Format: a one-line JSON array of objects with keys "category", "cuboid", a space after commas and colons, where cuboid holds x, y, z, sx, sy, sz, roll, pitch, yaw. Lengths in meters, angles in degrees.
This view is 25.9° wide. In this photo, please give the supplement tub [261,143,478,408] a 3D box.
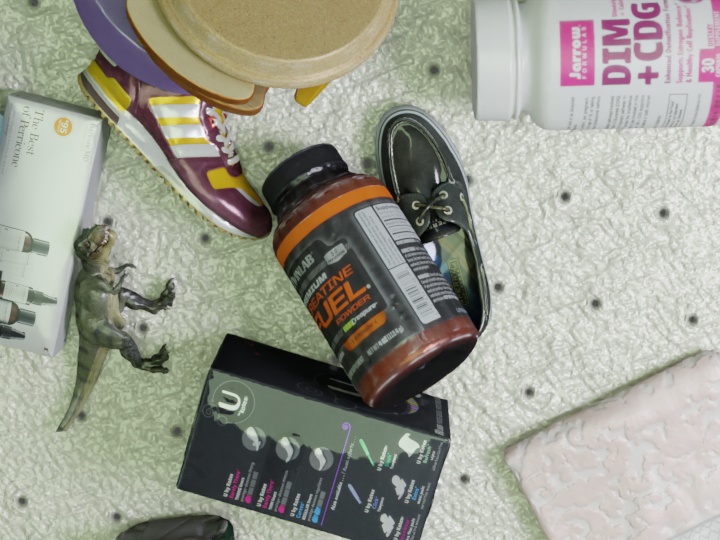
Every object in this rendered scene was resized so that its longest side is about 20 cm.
[{"category": "supplement tub", "cuboid": [0.000, 0.000, 1.228, 0.107, 0.107, 0.201, -35, 73, 7]}]

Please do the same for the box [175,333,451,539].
[{"category": "box", "cuboid": [-0.035, 0.139, 1.268, 0.198, 0.122, 0.107, 16, 101, -2]}]

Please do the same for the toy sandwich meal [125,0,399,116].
[{"category": "toy sandwich meal", "cuboid": [-0.067, -0.205, 1.126, 0.203, 0.070, 0.207, 4, 73, -14]}]

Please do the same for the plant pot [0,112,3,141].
[{"category": "plant pot", "cuboid": [-0.371, -0.098, 1.202, 0.200, 0.201, 0.161, 41, 88, -6]}]

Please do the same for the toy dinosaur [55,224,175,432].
[{"category": "toy dinosaur", "cuboid": [-0.199, 0.046, 1.291, 0.087, 0.048, 0.202, 3, 118, -15]}]

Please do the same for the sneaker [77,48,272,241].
[{"category": "sneaker", "cuboid": [-0.130, -0.113, 1.250, 0.200, 0.075, 0.090, 44, 98, -8]}]

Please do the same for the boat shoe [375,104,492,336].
[{"category": "boat shoe", "cuboid": [0.064, -0.037, 1.268, 0.068, 0.057, 0.202, -19, 99, 4]}]

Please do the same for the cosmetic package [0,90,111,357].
[{"category": "cosmetic package", "cuboid": [-0.264, -0.038, 1.277, 0.082, 0.051, 0.202, 13, 100, -2]}]

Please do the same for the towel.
[{"category": "towel", "cuboid": [0.248, 0.191, 1.319, 0.199, 0.032, 0.192, -26, 98, 4]}]

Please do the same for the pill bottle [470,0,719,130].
[{"category": "pill bottle", "cuboid": [0.186, -0.166, 1.214, 0.198, 0.113, 0.115, -2, 100, 2]}]

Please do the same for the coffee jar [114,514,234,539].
[{"category": "coffee jar", "cuboid": [-0.145, 0.314, 1.319, 0.103, 0.085, 0.202, -7, 100, 2]}]

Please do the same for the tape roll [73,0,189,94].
[{"category": "tape roll", "cuboid": [-0.120, -0.240, 1.189, 0.198, 0.085, 0.202, 1, 84, -14]}]
